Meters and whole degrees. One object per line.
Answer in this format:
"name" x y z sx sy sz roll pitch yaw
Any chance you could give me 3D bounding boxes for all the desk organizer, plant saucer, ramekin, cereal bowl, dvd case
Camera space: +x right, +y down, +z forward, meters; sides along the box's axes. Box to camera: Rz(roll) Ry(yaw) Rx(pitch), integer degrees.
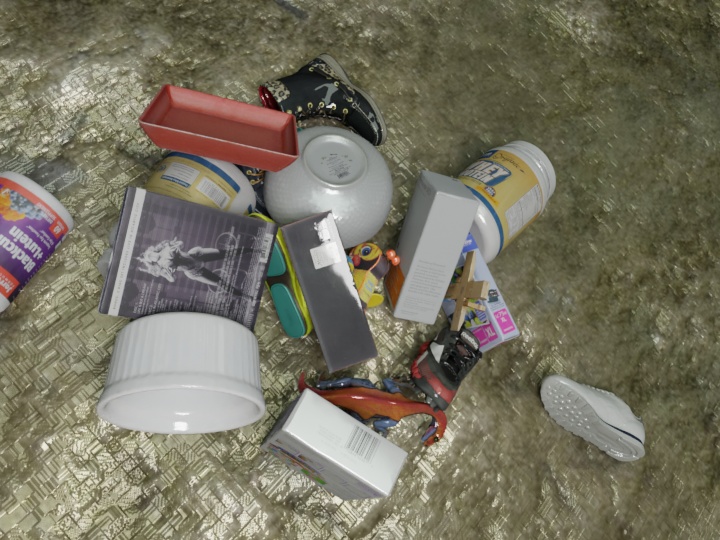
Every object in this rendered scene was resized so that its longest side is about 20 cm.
"desk organizer" -0.041 0.024 0.806 0.070 0.077 0.204 -18 99 0
"plant saucer" -0.185 -0.192 0.809 0.196 0.037 0.201 10 27 -14
"ramekin" -0.216 0.131 0.740 0.196 0.201 0.099 5 60 -16
"cereal bowl" -0.043 -0.136 0.870 0.196 0.084 0.203 6 58 -10
"dvd case" -0.206 -0.007 0.736 0.197 0.016 0.152 12 94 -37

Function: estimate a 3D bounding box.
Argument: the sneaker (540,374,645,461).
"sneaker" 0.378 0.225 0.970 0.199 0.076 0.081 37 51 -6

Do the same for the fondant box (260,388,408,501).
"fondant box" -0.042 0.227 0.752 0.143 0.200 0.059 33 62 -2

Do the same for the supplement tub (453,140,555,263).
"supplement tub" 0.223 -0.117 1.004 0.199 0.145 0.145 -39 84 -27

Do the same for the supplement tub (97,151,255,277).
"supplement tub" -0.249 -0.055 0.818 0.143 0.145 0.202 29 63 -5

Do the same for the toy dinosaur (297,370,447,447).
"toy dinosaur" 0.026 0.200 0.821 0.178 0.200 0.107 3 82 17

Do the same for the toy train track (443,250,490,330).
"toy train track" 0.146 0.035 0.890 0.032 0.200 0.117 16 81 -17

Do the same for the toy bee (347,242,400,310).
"toy bee" 0.000 0.000 0.895 0.130 0.107 0.204 12 79 -58

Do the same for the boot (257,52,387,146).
"boot" -0.064 -0.268 1.008 0.152 0.074 0.205 -30 74 -27

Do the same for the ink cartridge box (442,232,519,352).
"ink cartridge box" 0.165 0.030 0.941 0.041 0.119 0.203 -15 75 -24

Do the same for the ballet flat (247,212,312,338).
"ballet flat" -0.109 0.001 0.859 0.067 0.066 0.203 -47 125 -48

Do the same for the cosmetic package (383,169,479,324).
"cosmetic package" 0.101 -0.034 0.893 0.070 0.203 0.102 12 24 -14

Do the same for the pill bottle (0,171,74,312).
"pill bottle" -0.473 -0.018 0.757 0.110 0.112 0.202 30 64 -4

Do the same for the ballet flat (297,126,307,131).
"ballet flat" -0.071 -0.136 0.970 0.066 0.068 0.204 4 72 -37

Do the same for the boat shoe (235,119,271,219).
"boat shoe" -0.163 -0.158 0.924 0.070 0.091 0.201 -36 83 -26

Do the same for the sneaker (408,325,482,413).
"sneaker" 0.124 0.129 0.845 0.098 0.200 0.071 -43 90 16
